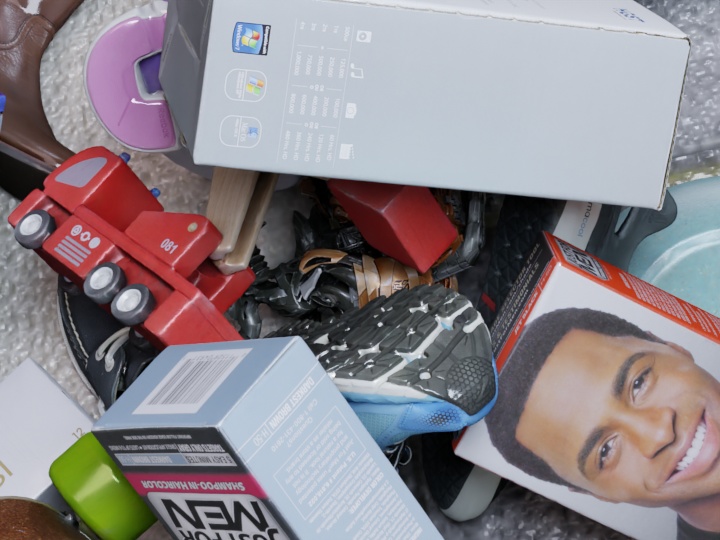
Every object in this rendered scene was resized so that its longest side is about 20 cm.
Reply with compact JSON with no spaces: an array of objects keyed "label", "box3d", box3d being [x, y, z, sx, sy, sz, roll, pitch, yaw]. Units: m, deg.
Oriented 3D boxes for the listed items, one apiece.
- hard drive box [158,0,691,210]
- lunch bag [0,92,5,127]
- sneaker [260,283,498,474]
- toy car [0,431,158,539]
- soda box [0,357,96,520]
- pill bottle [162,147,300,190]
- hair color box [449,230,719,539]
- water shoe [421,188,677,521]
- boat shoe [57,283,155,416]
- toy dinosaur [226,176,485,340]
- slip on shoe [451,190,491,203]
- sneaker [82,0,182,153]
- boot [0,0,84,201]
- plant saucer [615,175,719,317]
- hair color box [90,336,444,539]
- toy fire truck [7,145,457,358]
[{"label":"hard drive box","box3d":[0.021,-0.091,0.942,0.199,0.156,0.077,5,106,-11]},{"label":"lunch bag","box3d":[-0.277,-0.031,1.131,0.200,0.124,0.171,14,101,24]},{"label":"sneaker","box3d":[0.006,0.066,0.988,0.078,0.200,0.090,-35,101,-29]},{"label":"toy car","box3d":[-0.131,0.187,0.964,0.164,0.200,0.158,-42,103,-2]},{"label":"soda box","box3d":[-0.210,0.141,1.094,0.200,0.068,0.064,-44,65,-9]},{"label":"pill bottle","box3d":[-0.044,-0.150,1.164,0.112,0.112,0.200,10,69,17]},{"label":"hair color box","box3d":[0.149,0.073,0.981,0.200,0.061,0.102,25,103,-8]},{"label":"water shoe","box3d":[0.092,0.038,1.041,0.079,0.200,0.072,8,28,-24]},{"label":"boat shoe","box3d":[-0.098,0.058,1.112,0.076,0.060,0.200,-39,64,-6]},{"label":"toy dinosaur","box3d":[0.000,0.000,1.073,0.135,0.102,0.200,3,68,36]},{"label":"slip on shoe","box3d":[0.029,-0.129,1.109,0.061,0.076,0.200,-10,103,44]},{"label":"sneaker","box3d":[-0.037,-0.118,1.052,0.200,0.088,0.081,-16,103,-4]},{"label":"boot","box3d":[-0.163,-0.143,1.219,0.186,0.064,0.200,30,71,24]},{"label":"plant saucer","box3d":[0.184,0.035,1.071,0.200,0.039,0.202,-5,64,10]},{"label":"hair color box","box3d":[-0.019,0.124,0.958,0.099,0.200,0.061,-6,35,51]},{"label":"toy fire truck","box3d":[-0.065,-0.024,1.027,0.141,0.049,0.200,-47,45,-10]}]
